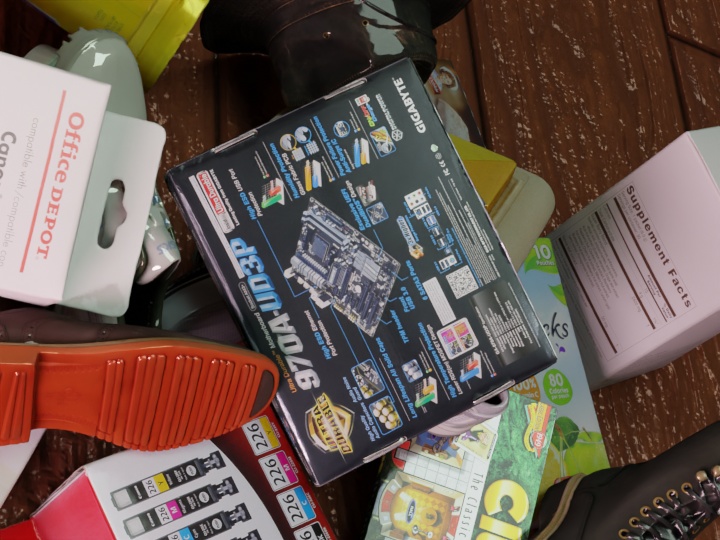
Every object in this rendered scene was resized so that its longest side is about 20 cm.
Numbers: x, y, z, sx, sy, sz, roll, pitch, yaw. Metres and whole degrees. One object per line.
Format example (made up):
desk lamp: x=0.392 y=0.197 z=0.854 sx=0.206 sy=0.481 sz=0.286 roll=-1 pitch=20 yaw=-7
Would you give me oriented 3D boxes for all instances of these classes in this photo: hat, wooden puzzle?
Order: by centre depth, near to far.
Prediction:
hat: x=-0.008 y=-0.150 z=1.013 sx=0.200 sy=0.200 sz=0.082 roll=-2 pitch=77 yaw=-38
wooden puzzle: x=0.034 y=-0.068 z=1.023 sx=0.199 sy=0.037 sz=0.185 roll=28 pitch=30 yaw=7

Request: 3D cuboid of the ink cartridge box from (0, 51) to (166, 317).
ink cartridge box: x=-0.199 y=-0.052 z=0.742 sx=0.199 sy=0.067 sz=0.117 roll=14 pitch=82 yaw=-17

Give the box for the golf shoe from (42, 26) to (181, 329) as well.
golf shoe: x=-0.132 y=-0.035 z=0.833 sx=0.078 sy=0.097 sz=0.202 roll=-18 pitch=116 yaw=-50

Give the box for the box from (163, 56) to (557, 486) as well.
box: x=0.000 y=0.000 z=0.845 sx=0.158 sy=0.046 sz=0.201 roll=-27 pitch=89 yaw=-10

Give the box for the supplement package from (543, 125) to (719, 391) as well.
supplement package: x=0.235 y=-0.010 z=1.095 sx=0.121 sy=0.200 sz=0.120 roll=-11 pitch=70 yaw=-42

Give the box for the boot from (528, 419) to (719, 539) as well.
boot: x=0.171 y=0.161 z=0.872 sx=0.078 sy=0.138 sz=0.200 roll=52 pitch=25 yaw=-17

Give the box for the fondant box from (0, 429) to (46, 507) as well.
fondant box: x=-0.259 y=0.103 z=0.741 sx=0.144 sy=0.058 sz=0.201 roll=37 pitch=46 yaw=-14

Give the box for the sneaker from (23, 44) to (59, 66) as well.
sneaker: x=-0.192 y=-0.061 z=0.871 sx=0.079 sy=0.072 sz=0.201 roll=16 pitch=47 yaw=6

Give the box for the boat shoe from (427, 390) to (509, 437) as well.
boat shoe: x=0.015 y=0.014 z=0.900 sx=0.074 sy=0.065 sz=0.202 roll=-38 pitch=91 yaw=-27

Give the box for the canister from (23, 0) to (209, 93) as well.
canister: x=-0.195 y=-0.210 z=0.938 sx=0.199 sy=0.087 sz=0.149 roll=35 pitch=9 yaw=-12

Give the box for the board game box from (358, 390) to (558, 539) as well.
board game box: x=0.053 y=0.163 z=0.916 sx=0.104 sy=0.023 sz=0.201 roll=21 pitch=68 yaw=-11

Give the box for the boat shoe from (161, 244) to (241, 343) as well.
boat shoe: x=-0.078 y=-0.002 z=0.949 sx=0.071 sy=0.072 sz=0.200 roll=50 pitch=34 yaw=12

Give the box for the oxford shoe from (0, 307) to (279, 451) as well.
oxford shoe: x=-0.139 y=0.047 z=0.770 sx=0.199 sy=0.072 sz=0.073 roll=5 pitch=31 yaw=-27

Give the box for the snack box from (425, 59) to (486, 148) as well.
snack box: x=0.071 y=-0.073 z=1.131 sx=0.072 sy=0.024 sz=0.201 roll=-5 pitch=67 yaw=-37

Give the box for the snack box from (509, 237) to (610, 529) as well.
snack box: x=0.092 y=0.079 z=1.016 sx=0.141 sy=0.053 sz=0.201 roll=-1 pitch=71 yaw=-39

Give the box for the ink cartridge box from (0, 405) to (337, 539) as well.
ink cartridge box: x=-0.090 y=0.196 z=0.794 sx=0.175 sy=0.084 sz=0.201 roll=-18 pitch=75 yaw=-42
